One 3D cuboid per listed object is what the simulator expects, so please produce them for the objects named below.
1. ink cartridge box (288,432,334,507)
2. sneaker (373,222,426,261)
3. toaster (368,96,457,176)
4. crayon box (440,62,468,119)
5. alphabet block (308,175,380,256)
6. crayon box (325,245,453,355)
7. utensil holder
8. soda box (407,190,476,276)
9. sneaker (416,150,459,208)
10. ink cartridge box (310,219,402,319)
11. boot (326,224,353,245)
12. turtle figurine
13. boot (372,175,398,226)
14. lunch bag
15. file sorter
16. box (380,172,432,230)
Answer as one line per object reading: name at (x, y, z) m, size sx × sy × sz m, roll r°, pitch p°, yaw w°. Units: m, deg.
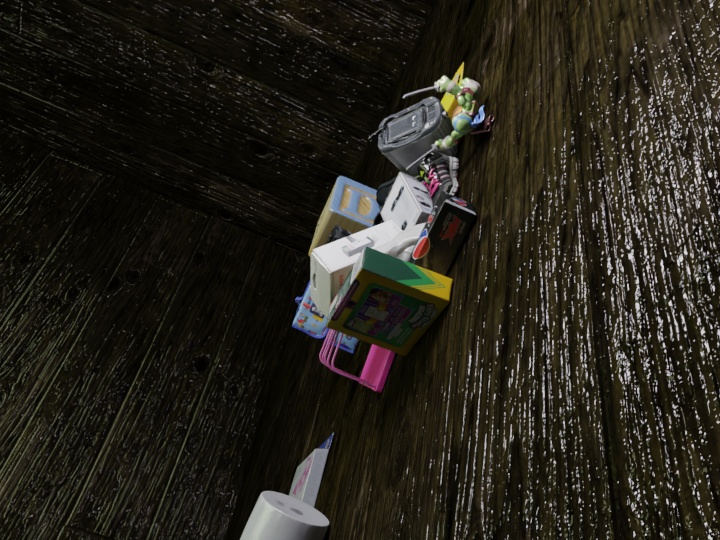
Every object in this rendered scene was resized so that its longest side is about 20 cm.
ink cartridge box at (-0.133, 0.518, 1.806) m, size 0.197 × 0.043 × 0.201 m, roll 123°, pitch 164°, yaw -56°
sneaker at (0.096, -0.026, 1.438) m, size 0.199 × 0.089 × 0.075 m, roll -27°, pitch 22°, yaw -12°
toaster at (0.131, -0.298, 1.666) m, size 0.199 × 0.129 × 0.115 m, roll -21°, pitch 48°, yaw 29°
crayon box at (0.223, -0.389, 1.767) m, size 0.128 × 0.050 × 0.201 m, roll -77°, pitch 11°, yaw -46°
alphabet block at (-0.027, -0.134, 2.227) m, size 0.196 × 0.195 × 0.201 m, roll -76°, pitch 11°, yaw -49°
crayon box at (0.049, 0.061, 1.329) m, size 0.200 × 0.171 × 0.059 m, roll 122°, pitch 164°, yaw -49°
utensil holder at (-0.171, 0.580, 1.477) m, size 0.202 × 0.169 × 0.170 m, roll -66°, pitch 8°, yaw -5°
soda box at (0.140, -0.041, 1.353) m, size 0.063 × 0.070 × 0.201 m, roll -89°, pitch 21°, yaw -66°
sneaker at (0.160, -0.192, 1.550) m, size 0.201 × 0.087 × 0.074 m, roll -78°, pitch 13°, yaw -48°
ink cartridge box at (0.000, 0.000, 1.503) m, size 0.085 × 0.199 × 0.147 m, roll 49°, pitch 149°, yaw 39°
boot at (0.015, -0.047, 1.717) m, size 0.165 × 0.198 × 0.066 m, roll -106°, pitch 39°, yaw -76°
turtle figurine at (0.178, -0.331, 1.507) m, size 0.199 × 0.145 × 0.194 m, roll -19°, pitch 16°, yaw 28°
boot at (0.073, -0.169, 2.077) m, size 0.169 × 0.076 × 0.200 m, roll -67°, pitch 14°, yaw -19°
lunch bag at (-0.081, 0.108, 1.942) m, size 0.094 × 0.198 × 0.152 m, roll -101°, pitch 33°, yaw -75°
file sorter at (-0.006, 0.169, 1.576) m, size 0.200 × 0.124 × 0.140 m, roll 162°, pitch 130°, yaw -79°
box at (0.112, -0.123, 1.614) m, size 0.201 × 0.060 × 0.117 m, roll -112°, pitch 42°, yaw -57°
